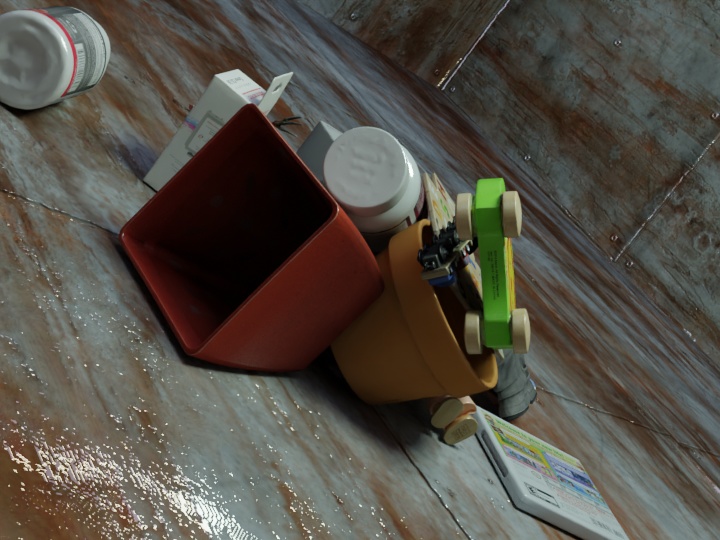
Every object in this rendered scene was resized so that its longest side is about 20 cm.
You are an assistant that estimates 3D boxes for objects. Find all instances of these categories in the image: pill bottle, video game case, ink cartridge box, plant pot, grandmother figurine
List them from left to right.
[{"bbox_3d":[-0.366,-0.257,1.435,0.111,0.111,0.200,37,15,-4],"label":"pill bottle"},{"bbox_3d":[-0.172,-0.178,1.485,0.067,0.200,0.117,38,15,-2],"label":"ink cartridge box"},{"bbox_3d":[-0.092,-0.010,1.241,0.176,0.200,0.200,39,10,-49],"label":"plant pot"},{"bbox_3d":[0.017,-0.088,1.364,0.110,0.110,0.200,42,-4,14],"label":"pill bottle"},{"bbox_3d":[0.049,0.061,1.342,0.200,0.139,0.200,58,17,-30],"label":"plant pot"},{"bbox_3d":[0.083,0.126,1.475,0.122,0.060,0.200,64,-2,-39],"label":"grandmother figurine"},{"bbox_3d":[0.236,0.264,1.504,0.199,0.022,0.182,29,18,-29],"label":"video game case"}]

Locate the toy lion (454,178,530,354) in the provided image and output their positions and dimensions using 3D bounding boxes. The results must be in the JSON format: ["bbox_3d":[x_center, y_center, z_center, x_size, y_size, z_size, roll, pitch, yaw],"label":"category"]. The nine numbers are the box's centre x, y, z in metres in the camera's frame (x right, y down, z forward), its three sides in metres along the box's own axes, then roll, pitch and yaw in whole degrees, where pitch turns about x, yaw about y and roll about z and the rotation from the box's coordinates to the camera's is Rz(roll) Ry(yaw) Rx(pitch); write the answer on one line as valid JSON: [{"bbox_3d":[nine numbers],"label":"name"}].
[{"bbox_3d":[0.147,-0.005,1.303,0.068,0.201,0.192,-3,18,10],"label":"toy lion"}]

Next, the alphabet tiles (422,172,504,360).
[{"bbox_3d":[0.118,-0.017,1.410,0.167,0.008,0.201,52,22,-41],"label":"alphabet tiles"}]

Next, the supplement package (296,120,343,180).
[{"bbox_3d":[-0.023,-0.113,1.804,0.117,0.117,0.200,27,19,-35],"label":"supplement package"}]

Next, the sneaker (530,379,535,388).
[{"bbox_3d":[0.177,0.103,1.724,0.200,0.077,0.076,44,14,13],"label":"sneaker"}]

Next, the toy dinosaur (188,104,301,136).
[{"bbox_3d":[-0.168,-0.174,1.793,0.182,0.199,0.105,-80,158,-49],"label":"toy dinosaur"}]

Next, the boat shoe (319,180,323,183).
[{"bbox_3d":[-0.077,-0.093,1.554,0.199,0.070,0.066,5,36,32],"label":"boat shoe"}]

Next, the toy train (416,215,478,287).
[{"bbox_3d":[0.098,-0.021,1.287,0.200,0.034,0.046,-41,117,-68],"label":"toy train"}]

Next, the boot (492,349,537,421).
[{"bbox_3d":[0.179,0.139,1.585,0.200,0.070,0.132,-20,96,-54],"label":"boot"}]
